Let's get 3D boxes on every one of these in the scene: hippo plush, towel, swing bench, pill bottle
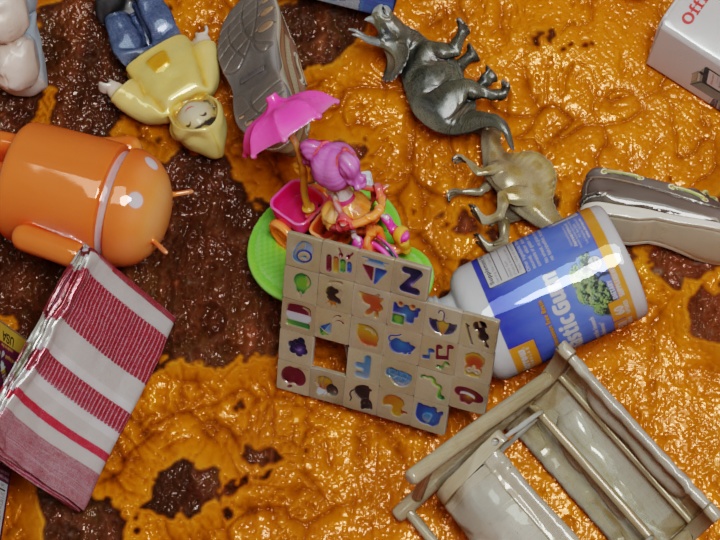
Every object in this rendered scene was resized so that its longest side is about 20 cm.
[{"bbox_3d":[-0.393,-0.256,1.483,0.159,0.160,0.202,-7,71,-4],"label":"hippo plush"},{"bbox_3d":[-0.245,0.097,1.375,0.023,0.144,0.201,10,66,38],"label":"towel"},{"bbox_3d":[0.167,0.207,1.344,0.199,0.130,0.199,-36,74,-18],"label":"swing bench"},{"bbox_3d":[0.149,0.031,1.405,0.199,0.112,0.113,-25,72,4],"label":"pill bottle"}]

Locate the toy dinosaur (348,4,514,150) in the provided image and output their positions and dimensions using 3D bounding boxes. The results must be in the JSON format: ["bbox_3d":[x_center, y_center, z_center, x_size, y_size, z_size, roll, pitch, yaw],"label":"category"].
[{"bbox_3d":[0.083,-0.178,1.514,0.102,0.077,0.201,-32,74,-1],"label":"toy dinosaur"}]

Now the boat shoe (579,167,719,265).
[{"bbox_3d":[0.305,-0.051,1.467,0.198,0.072,0.060,11,63,2],"label":"boat shoe"}]

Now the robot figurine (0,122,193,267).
[{"bbox_3d":[-0.261,-0.071,1.442,0.198,0.144,0.118,15,98,5],"label":"robot figurine"}]

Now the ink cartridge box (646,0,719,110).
[{"bbox_3d":[0.405,-0.221,1.521,0.199,0.084,0.146,35,73,11],"label":"ink cartridge box"}]

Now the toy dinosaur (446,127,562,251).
[{"bbox_3d":[0.150,-0.067,1.477,0.101,0.058,0.201,-34,74,-13],"label":"toy dinosaur"}]

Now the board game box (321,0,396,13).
[{"bbox_3d":[-0.037,-0.365,1.573,0.197,0.043,0.201,15,60,4],"label":"board game box"}]

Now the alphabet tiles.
[{"bbox_3d":[0.022,0.060,1.372,0.198,0.169,0.008,15,32,13],"label":"alphabet tiles"}]

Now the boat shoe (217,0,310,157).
[{"bbox_3d":[-0.090,-0.190,1.513,0.075,0.072,0.201,-23,51,22],"label":"boat shoe"}]

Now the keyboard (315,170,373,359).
[{"bbox_3d":[0.000,0.000,1.477,0.056,0.011,0.202,-11,70,1],"label":"keyboard"}]

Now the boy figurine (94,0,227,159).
[{"bbox_3d":[-0.194,-0.191,1.515,0.123,0.065,0.201,-24,69,-12],"label":"boy figurine"}]

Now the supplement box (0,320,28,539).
[{"bbox_3d":[-0.377,0.143,1.355,0.130,0.103,0.202,0,69,15],"label":"supplement box"}]

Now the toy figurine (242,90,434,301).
[{"bbox_3d":[-0.032,-0.071,1.372,0.199,0.185,0.150,32,64,33],"label":"toy figurine"}]
